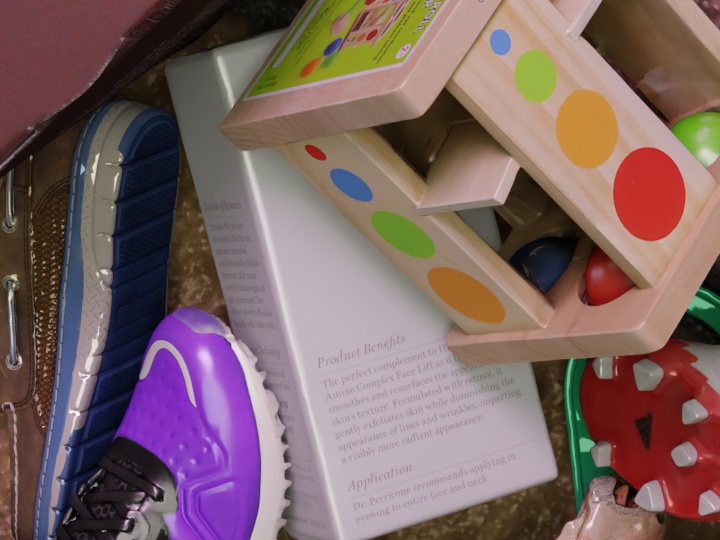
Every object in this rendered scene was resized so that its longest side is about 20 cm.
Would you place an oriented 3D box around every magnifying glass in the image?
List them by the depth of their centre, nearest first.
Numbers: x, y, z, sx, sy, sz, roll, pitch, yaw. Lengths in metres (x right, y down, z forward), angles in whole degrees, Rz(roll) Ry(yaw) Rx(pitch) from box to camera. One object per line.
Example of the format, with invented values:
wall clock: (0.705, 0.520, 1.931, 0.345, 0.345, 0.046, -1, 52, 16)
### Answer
magnifying glass: (0.105, 0.099, 1.140, 0.079, 0.022, 0.201, 19, 95, 1)

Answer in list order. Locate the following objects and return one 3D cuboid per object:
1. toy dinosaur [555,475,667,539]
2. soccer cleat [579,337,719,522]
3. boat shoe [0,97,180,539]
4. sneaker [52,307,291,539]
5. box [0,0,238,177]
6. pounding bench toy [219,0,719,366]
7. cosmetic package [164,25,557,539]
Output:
toy dinosaur: (0.038, 0.169, 1.111, 0.135, 0.086, 0.200, 20, 125, -30)
soccer cleat: (0.169, 0.063, 1.060, 0.085, 0.200, 0.069, -11, 103, -39)
boat shoe: (-0.122, 0.022, 1.123, 0.072, 0.072, 0.201, 17, 106, 23)
sneaker: (-0.091, 0.115, 1.089, 0.099, 0.070, 0.201, -6, 112, -35)
box: (-0.107, -0.159, 1.009, 0.166, 0.200, 0.164, -38, 93, 32)
pounding bench toy: (0.082, -0.082, 1.026, 0.156, 0.124, 0.200, 43, 65, -22)
cosmetic package: (0.000, 0.000, 1.094, 0.101, 0.074, 0.201, -15, 94, -21)
